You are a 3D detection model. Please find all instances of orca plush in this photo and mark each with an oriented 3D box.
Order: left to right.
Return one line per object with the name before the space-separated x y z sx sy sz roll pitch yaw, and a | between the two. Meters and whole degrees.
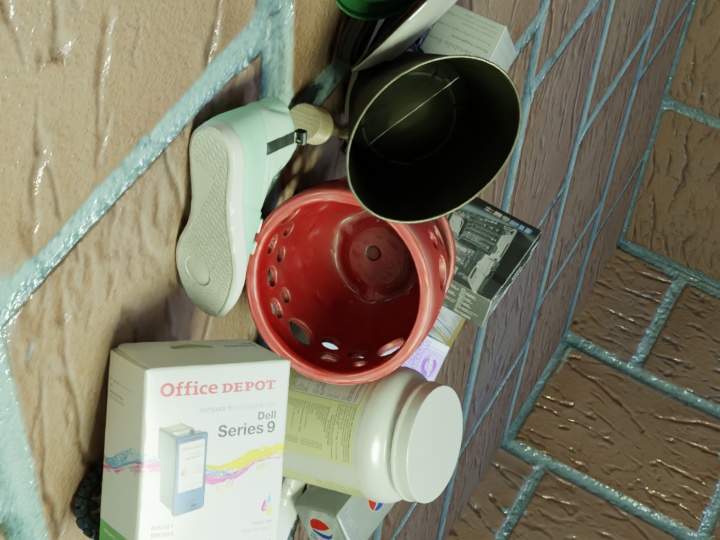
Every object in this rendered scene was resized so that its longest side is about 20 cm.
orca plush | -0.125 0.297 1.585 0.104 0.071 0.203 20 83 -30

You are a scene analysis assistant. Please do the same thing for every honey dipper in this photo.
honey dipper | -0.031 -0.144 1.438 0.038 0.038 0.200 -66 168 7

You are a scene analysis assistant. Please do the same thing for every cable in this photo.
cable | 0.018 -0.302 1.376 0.097 0.050 0.201 -54 174 -51

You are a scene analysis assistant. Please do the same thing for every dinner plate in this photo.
dinner plate | 0.068 -0.257 1.353 0.200 0.024 0.200 -43 -170 9

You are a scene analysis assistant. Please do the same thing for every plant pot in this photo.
plant pot | 0.000 0.000 1.458 0.203 0.198 0.182 -69 169 17

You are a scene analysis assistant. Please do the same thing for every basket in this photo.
basket | 0.054 -0.145 1.373 0.179 0.137 0.200 -37 -163 3

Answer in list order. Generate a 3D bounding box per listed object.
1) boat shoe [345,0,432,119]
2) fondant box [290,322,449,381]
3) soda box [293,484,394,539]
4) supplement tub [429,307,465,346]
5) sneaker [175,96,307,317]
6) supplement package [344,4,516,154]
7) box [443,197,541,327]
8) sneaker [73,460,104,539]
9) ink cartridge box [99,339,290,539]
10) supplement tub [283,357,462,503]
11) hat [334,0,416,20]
boat shoe | 0.050 -0.242 1.484 0.201 0.065 0.075 -63 165 -7
fondant box | -0.004 0.115 1.673 0.199 0.058 0.146 26 89 -37
soda box | 0.012 0.230 1.605 0.200 0.068 0.064 -47 128 -36
supplement tub | 0.072 0.035 1.830 0.202 0.143 0.145 -59 163 -16
sneaker | -0.101 -0.057 1.253 0.118 0.073 0.203 -37 146 -47
supplement package | 0.081 -0.190 1.577 0.202 0.113 0.109 -65 165 -1
box | 0.102 -0.036 1.720 0.158 0.198 0.050 -47 162 -44
sneaker | -0.196 0.168 1.324 0.201 0.077 0.085 -52 168 -13
ink cartridge box | -0.147 0.169 1.237 0.144 0.087 0.203 -1 99 -33
supplement tub | -0.005 0.166 1.494 0.144 0.198 0.147 -23 118 -55
hat | 0.079 -0.278 1.238 0.165 0.176 0.202 -33 141 -20
